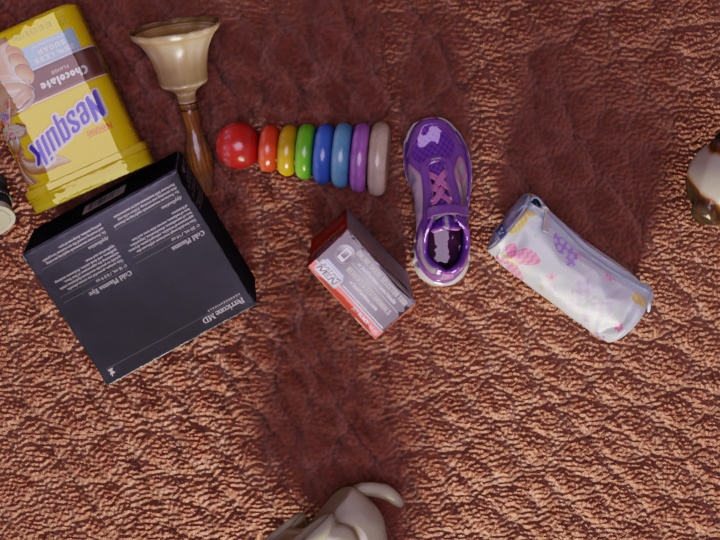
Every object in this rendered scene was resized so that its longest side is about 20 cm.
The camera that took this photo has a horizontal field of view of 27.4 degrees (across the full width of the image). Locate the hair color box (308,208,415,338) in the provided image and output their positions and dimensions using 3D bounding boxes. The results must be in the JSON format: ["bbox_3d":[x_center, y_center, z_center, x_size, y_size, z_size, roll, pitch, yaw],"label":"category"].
[{"bbox_3d":[0.000,0.000,1.652,0.064,0.200,0.111,-42,96,4],"label":"hair color box"}]

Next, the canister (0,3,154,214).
[{"bbox_3d":[-0.343,-0.184,1.677,0.148,0.087,0.200,-24,96,2],"label":"canister"}]

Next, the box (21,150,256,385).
[{"bbox_3d":[-0.248,-0.004,1.680,0.200,0.104,0.182,-28,107,4],"label":"box"}]

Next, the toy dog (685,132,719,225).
[{"bbox_3d":[0.460,-0.082,1.662,0.200,0.194,0.140,16,110,-10],"label":"toy dog"}]

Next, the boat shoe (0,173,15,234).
[{"bbox_3d":[-0.494,-0.051,1.711,0.200,0.072,0.068,-23,62,9],"label":"boat shoe"}]

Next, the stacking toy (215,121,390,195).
[{"bbox_3d":[-0.068,-0.134,1.697,0.200,0.085,0.085,4,98,3],"label":"stacking toy"}]

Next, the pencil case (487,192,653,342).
[{"bbox_3d":[0.244,-0.004,1.716,0.200,0.083,0.091,38,118,-7],"label":"pencil case"}]

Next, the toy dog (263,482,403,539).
[{"bbox_3d":[-0.005,0.370,1.745,0.194,0.140,0.200,-37,97,-33],"label":"toy dog"}]

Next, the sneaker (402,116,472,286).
[{"bbox_3d":[0.094,-0.077,1.701,0.080,0.088,0.200,-5,97,1],"label":"sneaker"}]

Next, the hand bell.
[{"bbox_3d":[-0.197,-0.183,1.693,0.104,0.104,0.200,-8,111,0],"label":"hand bell"}]
